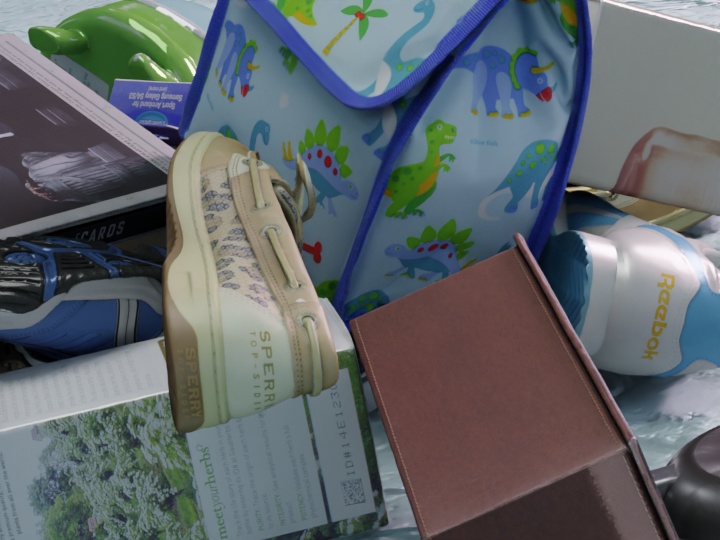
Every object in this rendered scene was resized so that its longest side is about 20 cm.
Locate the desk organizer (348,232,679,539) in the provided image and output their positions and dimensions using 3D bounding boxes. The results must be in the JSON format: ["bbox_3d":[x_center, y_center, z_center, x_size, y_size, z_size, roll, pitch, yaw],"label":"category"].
[{"bbox_3d":[0.055,0.065,0.901,0.077,0.072,0.200,-24,22,2],"label":"desk organizer"}]

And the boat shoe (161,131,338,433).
[{"bbox_3d":[-0.042,0.002,0.960,0.063,0.073,0.200,-5,28,0],"label":"boat shoe"}]

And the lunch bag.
[{"bbox_3d":[0.015,-0.098,1.098,0.127,0.200,0.170,-1,36,-35],"label":"lunch bag"}]

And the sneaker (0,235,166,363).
[{"bbox_3d":[-0.102,0.029,1.070,0.076,0.077,0.200,16,4,33],"label":"sneaker"}]

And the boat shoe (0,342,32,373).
[{"bbox_3d":[-0.171,0.067,1.121,0.065,0.073,0.200,14,7,-5],"label":"boat shoe"}]

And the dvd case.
[{"bbox_3d":[-0.183,-0.051,1.132,0.150,0.025,0.200,36,31,26],"label":"dvd case"}]

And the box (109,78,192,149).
[{"bbox_3d":[-0.044,-0.065,1.352,0.119,0.042,0.200,7,-10,46],"label":"box"}]

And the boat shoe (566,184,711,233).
[{"bbox_3d":[0.097,-0.042,1.306,0.200,0.063,0.073,-11,16,3],"label":"boat shoe"}]

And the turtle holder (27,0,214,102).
[{"bbox_3d":[-0.104,-0.100,1.502,0.185,0.141,0.132,2,19,41],"label":"turtle holder"}]

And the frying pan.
[{"bbox_3d":[0.128,0.079,0.940,0.190,0.031,0.115,0,18,23],"label":"frying pan"}]

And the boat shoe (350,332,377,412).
[{"bbox_3d":[0.000,0.000,1.187,0.069,0.057,0.200,-9,25,11],"label":"boat shoe"}]

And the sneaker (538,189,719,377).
[{"bbox_3d":[0.117,0.010,1.122,0.081,0.077,0.200,11,10,-6],"label":"sneaker"}]

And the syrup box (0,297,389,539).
[{"bbox_3d":[-0.097,0.078,0.992,0.200,0.079,0.081,-13,16,-6],"label":"syrup box"}]

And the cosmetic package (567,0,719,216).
[{"bbox_3d":[0.163,-0.072,1.182,0.200,0.087,0.103,12,6,-25],"label":"cosmetic package"}]

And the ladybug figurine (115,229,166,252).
[{"bbox_3d":[-0.096,-0.013,1.280,0.136,0.072,0.200,15,5,-12],"label":"ladybug figurine"}]
